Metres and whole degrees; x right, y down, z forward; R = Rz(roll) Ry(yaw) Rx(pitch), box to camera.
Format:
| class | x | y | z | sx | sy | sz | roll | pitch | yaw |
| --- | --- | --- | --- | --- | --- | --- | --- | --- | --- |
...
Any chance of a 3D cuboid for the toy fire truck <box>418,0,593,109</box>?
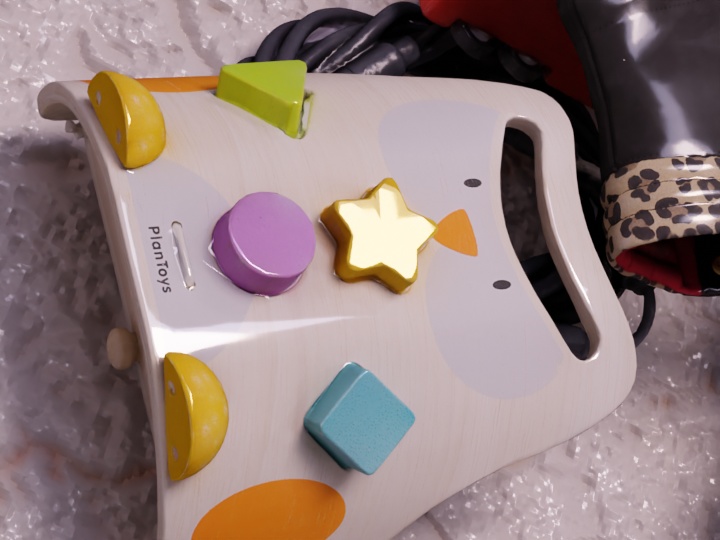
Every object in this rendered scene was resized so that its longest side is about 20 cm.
| class | x | y | z | sx | sy | sz | roll | pitch | yaw |
| --- | --- | --- | --- | --- | --- | --- | --- | --- | --- |
| toy fire truck | 0.065 | -0.144 | 0.893 | 0.199 | 0.049 | 0.141 | 24 | 38 | -31 |

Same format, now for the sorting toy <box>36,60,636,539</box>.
| class | x | y | z | sx | sy | sz | roll | pitch | yaw |
| --- | --- | --- | --- | --- | --- | --- | --- | --- | --- |
| sorting toy | 0.000 | 0.000 | 0.729 | 0.179 | 0.107 | 0.201 | -9 | 70 | -19 |

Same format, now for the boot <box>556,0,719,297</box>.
| class | x | y | z | sx | sy | sz | roll | pitch | yaw |
| --- | --- | --- | --- | --- | --- | --- | --- | --- | --- |
| boot | 0.150 | -0.067 | 0.818 | 0.199 | 0.073 | 0.151 | 10 | 65 | -42 |

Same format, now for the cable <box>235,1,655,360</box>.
| class | x | y | z | sx | sy | sz | roll | pitch | yaw |
| --- | --- | --- | --- | --- | --- | --- | --- | --- | --- |
| cable | 0.025 | -0.042 | 0.840 | 0.199 | 0.051 | 0.164 | 8 | 57 | -25 |
